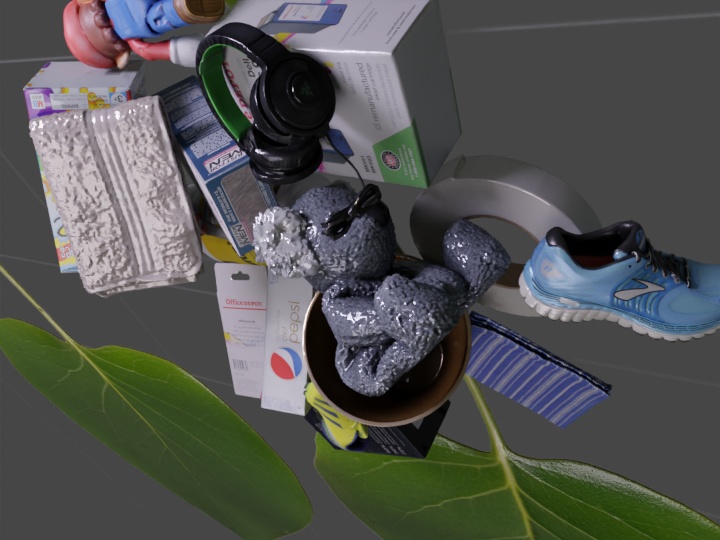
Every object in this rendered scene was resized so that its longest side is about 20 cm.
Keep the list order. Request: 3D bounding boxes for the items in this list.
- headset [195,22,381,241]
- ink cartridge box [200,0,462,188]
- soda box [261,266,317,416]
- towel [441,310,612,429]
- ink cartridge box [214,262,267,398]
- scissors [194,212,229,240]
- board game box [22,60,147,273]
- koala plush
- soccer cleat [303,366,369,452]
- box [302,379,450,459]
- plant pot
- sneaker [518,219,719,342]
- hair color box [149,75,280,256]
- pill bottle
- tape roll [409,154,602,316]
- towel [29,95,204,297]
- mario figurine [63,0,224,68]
[{"bbox_3d":[-0.067,-0.112,0.615,0.200,0.094,0.124,39,151,9],"label":"headset"},{"bbox_3d":[-0.023,-0.165,0.677,0.199,0.088,0.146,15,145,29],"label":"ink cartridge box"},{"bbox_3d":[-0.085,0.081,0.978,0.063,0.068,0.202,9,105,13],"label":"soda box"},{"bbox_3d":[0.201,0.133,0.956,0.199,0.024,0.145,29,149,4],"label":"towel"},{"bbox_3d":[-0.138,0.080,1.082,0.116,0.067,0.202,1,105,39],"label":"ink cartridge box"},{"bbox_3d":[-0.180,-0.055,0.834,0.199,0.014,0.074,-4,98,54],"label":"scissors"},{"bbox_3d":[-0.277,-0.111,0.801,0.102,0.105,0.201,-3,119,-6],"label":"board game box"},{"bbox_3d":[0.000,0.000,0.722,0.200,0.177,0.184,45,130,6],"label":"koala plush"},{"bbox_3d":[-0.021,0.178,0.967,0.083,0.065,0.201,32,156,23],"label":"soccer cleat"},{"bbox_3d":[0.008,0.193,1.126,0.199,0.105,0.148,-6,132,45],"label":"box"},{"bbox_3d":[0.046,0.091,0.895,0.185,0.187,0.200,21,174,15],"label":"plant pot"},{"bbox_3d":[0.246,0.003,0.659,0.198,0.079,0.090,5,130,-1],"label":"sneaker"},{"bbox_3d":[-0.151,-0.115,0.782,0.200,0.060,0.100,51,167,44],"label":"hair color box"},{"bbox_3d":[-0.129,-0.062,0.884,0.199,0.112,0.112,5,140,37],"label":"pill bottle"},{"bbox_3d":[0.147,-0.031,0.765,0.202,0.037,0.203,22,148,15],"label":"tape roll"},{"bbox_3d":[-0.237,-0.067,0.749,0.132,0.035,0.201,-10,120,-1],"label":"towel"},{"bbox_3d":[-0.208,-0.261,0.725,0.199,0.124,0.106,-3,175,42],"label":"mario figurine"}]
